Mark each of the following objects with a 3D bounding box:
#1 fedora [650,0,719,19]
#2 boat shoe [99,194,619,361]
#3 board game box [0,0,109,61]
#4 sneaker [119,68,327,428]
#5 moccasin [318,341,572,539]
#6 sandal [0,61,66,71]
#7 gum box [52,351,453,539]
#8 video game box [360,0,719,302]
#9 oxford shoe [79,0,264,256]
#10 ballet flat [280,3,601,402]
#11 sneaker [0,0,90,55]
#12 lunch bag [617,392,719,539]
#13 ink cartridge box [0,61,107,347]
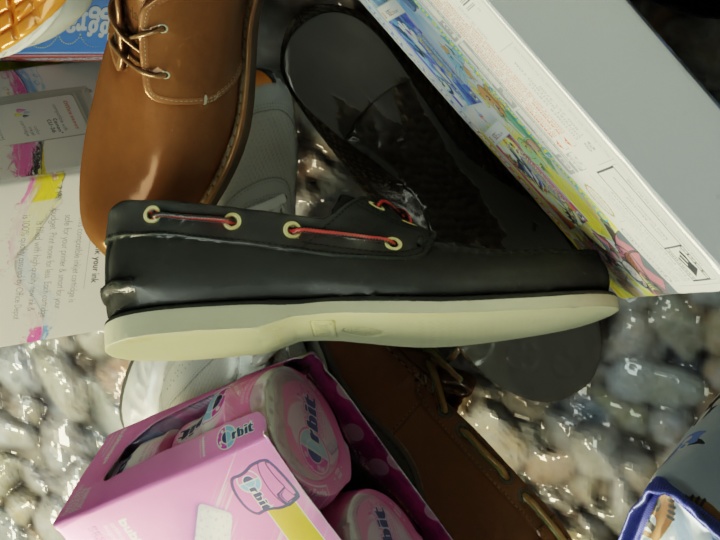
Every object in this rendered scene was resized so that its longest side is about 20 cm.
[{"bbox_3d":[0.116,-0.168,0.864,0.200,0.092,0.201,15,123,25],"label":"fedora"},{"bbox_3d":[0.000,-0.001,0.959,0.201,0.063,0.074,0,165,-5],"label":"boat shoe"},{"bbox_3d":[-0.162,-0.143,1.088,0.200,0.019,0.103,3,86,32],"label":"board game box"},{"bbox_3d":[-0.043,0.013,1.047,0.092,0.076,0.200,38,133,40],"label":"sneaker"},{"bbox_3d":[0.024,0.065,1.099,0.201,0.078,0.074,50,152,21],"label":"moccasin"},{"bbox_3d":[-0.203,-0.079,1.166,0.200,0.080,0.087,-7,148,30],"label":"sandal"},{"bbox_3d":[-0.024,0.134,1.023,0.113,0.066,0.200,-24,112,30],"label":"gum box"},{"bbox_3d":[0.068,-0.076,0.927,0.200,0.047,0.182,49,172,-3],"label":"video game box"},{"bbox_3d":[-0.078,-0.092,0.966,0.071,0.071,0.200,26,110,23],"label":"oxford shoe"},{"bbox_3d":[0.034,-0.030,1.053,0.067,0.046,0.200,-39,101,4],"label":"ballet flat"},{"bbox_3d":[-0.138,-0.124,0.969,0.200,0.092,0.076,10,109,58],"label":"sneaker"},{"bbox_3d":[0.163,0.138,0.990,0.124,0.170,0.200,34,131,17],"label":"lunch bag"},{"bbox_3d":[-0.142,-0.029,1.097,0.117,0.200,0.068,105,149,-49],"label":"ink cartridge box"}]
